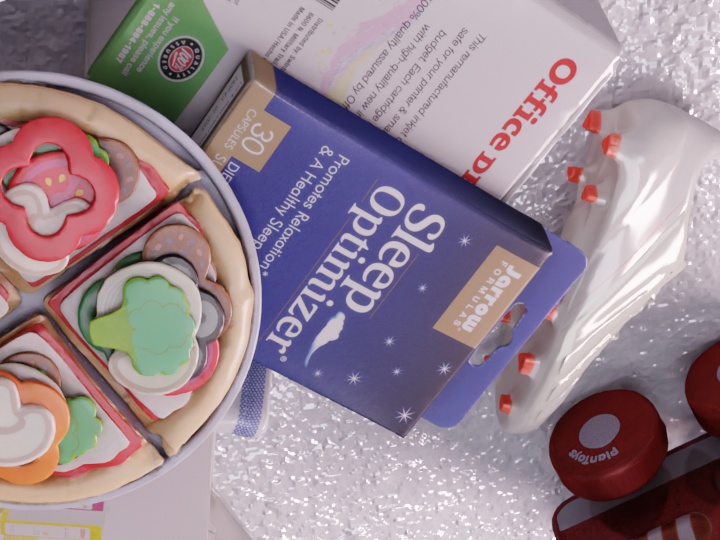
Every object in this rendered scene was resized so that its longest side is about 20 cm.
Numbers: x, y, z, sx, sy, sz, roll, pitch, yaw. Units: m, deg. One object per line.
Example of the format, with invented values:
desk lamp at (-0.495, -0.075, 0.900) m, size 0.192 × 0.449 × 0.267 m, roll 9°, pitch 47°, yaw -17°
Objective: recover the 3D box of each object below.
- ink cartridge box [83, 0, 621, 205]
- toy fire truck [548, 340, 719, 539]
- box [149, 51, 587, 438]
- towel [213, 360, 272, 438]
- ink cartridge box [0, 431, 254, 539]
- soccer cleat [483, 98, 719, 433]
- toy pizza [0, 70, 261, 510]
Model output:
ink cartridge box at (-0.004, -0.111, 0.811) m, size 0.199 × 0.084 × 0.145 m, roll 29°, pitch 116°, yaw -24°
toy fire truck at (0.200, 0.139, 0.961) m, size 0.198 × 0.169 × 0.113 m, roll -24°, pitch 125°, yaw 9°
box at (0.000, 0.000, 0.813) m, size 0.199 × 0.033 × 0.122 m, roll 27°, pitch 114°, yaw -24°
towel at (-0.130, -0.003, 0.841) m, size 0.198 × 0.148 × 0.024 m, roll 11°, pitch 151°, yaw -16°
ink cartridge box at (-0.159, 0.106, 0.878) m, size 0.198 × 0.128 × 0.127 m, roll 6°, pitch 79°, yaw -21°
soccer cleat at (0.126, 0.006, 0.924) m, size 0.077 × 0.070 × 0.202 m, roll 11°, pitch 119°, yaw -19°
toy pizza at (-0.141, 0.016, 0.759) m, size 0.197 × 0.032 × 0.203 m, roll -2°, pitch 110°, yaw -4°
